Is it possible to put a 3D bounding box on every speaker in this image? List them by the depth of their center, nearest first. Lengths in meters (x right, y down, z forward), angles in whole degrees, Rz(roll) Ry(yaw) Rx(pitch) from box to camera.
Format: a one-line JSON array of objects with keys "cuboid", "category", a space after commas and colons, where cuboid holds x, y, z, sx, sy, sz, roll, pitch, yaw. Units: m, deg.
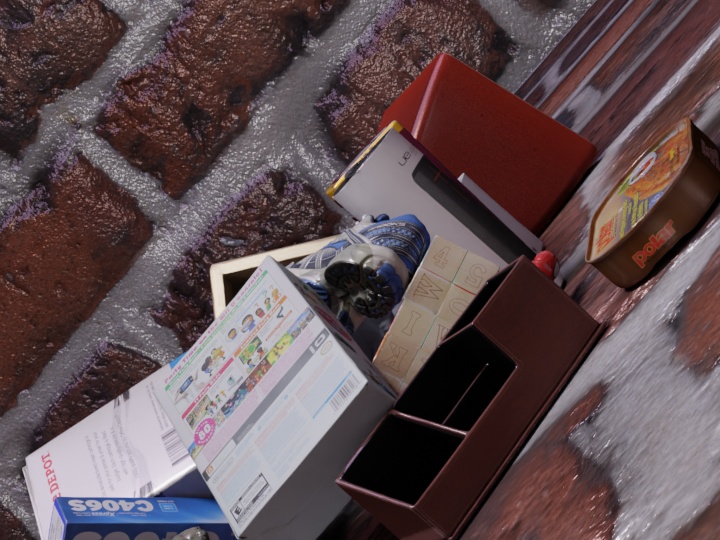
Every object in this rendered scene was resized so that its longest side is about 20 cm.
[{"cuboid": [0.073, -0.028, 1.393, 0.081, 0.200, 0.081, -48, 4, 5], "category": "speaker"}]

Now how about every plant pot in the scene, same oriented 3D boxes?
[{"cuboid": [0.102, -0.080, 1.764, 0.177, 0.199, 0.200, -62, 9, -21], "category": "plant pot"}]

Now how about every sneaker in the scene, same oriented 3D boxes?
[{"cuboid": [0.000, 0.000, 1.346, 0.085, 0.077, 0.200, -49, 15, -23], "category": "sneaker"}]

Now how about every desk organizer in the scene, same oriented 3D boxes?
[{"cuboid": [0.076, 0.091, 1.128, 0.200, 0.077, 0.072, -51, 4, -25], "category": "desk organizer"}]

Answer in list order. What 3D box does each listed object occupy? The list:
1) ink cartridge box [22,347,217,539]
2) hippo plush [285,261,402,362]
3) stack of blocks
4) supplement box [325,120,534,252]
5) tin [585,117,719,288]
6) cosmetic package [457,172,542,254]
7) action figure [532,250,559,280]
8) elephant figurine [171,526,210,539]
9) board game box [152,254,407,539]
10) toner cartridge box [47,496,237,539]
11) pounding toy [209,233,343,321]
[{"cuboid": [-0.172, 0.171, 1.388, 0.199, 0.084, 0.146, -33, 36, 1], "category": "ink cartridge box"}, {"cuboid": [-0.008, 0.079, 1.511, 0.158, 0.201, 0.161, -26, 0, 10], "category": "hippo plush"}, {"cuboid": [0.038, 0.085, 1.291, 0.201, 0.058, 0.115, -63, -6, -13], "category": "stack of blocks"}, {"cuboid": [0.070, -0.035, 1.495, 0.086, 0.200, 0.110, -47, 4, -2], "category": "supplement box"}, {"cuboid": [0.216, -0.050, 1.213, 0.112, 0.042, 0.200, -44, 6, 20], "category": "tin"}, {"cuboid": [0.075, 0.017, 1.613, 0.200, 0.113, 0.081, -47, 4, 14], "category": "cosmetic package"}, {"cuboid": [0.114, 0.053, 1.264, 0.065, 0.052, 0.201, -38, 18, 48], "category": "action figure"}, {"cuboid": [-0.164, 0.323, 1.240, 0.155, 0.142, 0.200, -29, 19, 28], "category": "elephant figurine"}, {"cuboid": [-0.062, 0.101, 1.233, 0.148, 0.064, 0.200, -49, 38, 6], "category": "board game box"}, {"cuboid": [-0.149, 0.232, 1.309, 0.043, 0.198, 0.096, -134, 52, -58], "category": "toner cartridge box"}, {"cuboid": [-0.071, 0.095, 1.771, 0.183, 0.202, 0.142, -13, -22, 12], "category": "pounding toy"}]
